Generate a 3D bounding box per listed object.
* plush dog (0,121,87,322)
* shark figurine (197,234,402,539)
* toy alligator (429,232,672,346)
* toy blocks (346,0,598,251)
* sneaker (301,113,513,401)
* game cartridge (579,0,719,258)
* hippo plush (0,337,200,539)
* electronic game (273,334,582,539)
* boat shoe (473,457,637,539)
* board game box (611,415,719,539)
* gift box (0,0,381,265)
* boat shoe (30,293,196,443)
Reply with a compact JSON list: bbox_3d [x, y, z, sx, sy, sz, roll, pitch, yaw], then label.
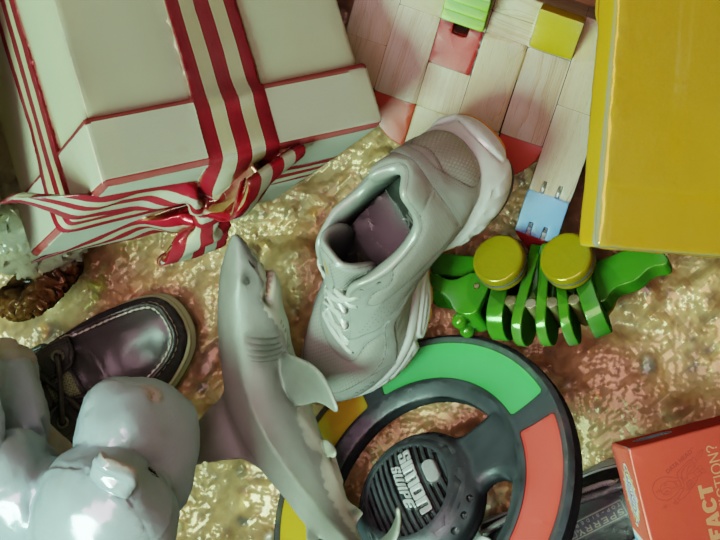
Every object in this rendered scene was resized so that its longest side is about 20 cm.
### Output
[{"bbox_3d":[-0.236,-0.061,0.926,0.169,0.160,0.203,11,96,-11],"label":"plush dog"},{"bbox_3d":[-0.052,0.105,0.851,0.088,0.129,0.216,-18,63,-14],"label":"shark figurine"},{"bbox_3d":[0.078,0.017,0.868,0.197,0.059,0.055,-2,64,23],"label":"toy alligator"},{"bbox_3d":[0.060,-0.098,0.868,0.198,0.100,0.138,20,109,5],"label":"toy blocks"},{"bbox_3d":[0.000,0.000,0.834,0.076,0.091,0.201,46,129,24],"label":"sneaker"},{"bbox_3d":[0.205,-0.107,0.812,0.174,0.032,0.203,4,90,-18],"label":"game cartridge"},{"bbox_3d":[-0.174,0.107,0.804,0.159,0.201,0.160,-9,126,26],"label":"hippo plush"},{"bbox_3d":[0.034,0.129,0.854,0.198,0.042,0.202,-20,51,27],"label":"electronic game"},{"bbox_3d":[0.089,0.175,0.872,0.198,0.068,0.074,-28,85,14],"label":"boat shoe"},{"bbox_3d":[0.249,0.143,0.812,0.197,0.040,0.155,-14,88,-4],"label":"board game box"},{"bbox_3d":[-0.122,-0.102,0.837,0.198,0.184,0.189,-17,85,-22],"label":"gift box"},{"bbox_3d":[-0.192,0.083,0.945,0.200,0.066,0.072,-32,83,13],"label":"boat shoe"}]
